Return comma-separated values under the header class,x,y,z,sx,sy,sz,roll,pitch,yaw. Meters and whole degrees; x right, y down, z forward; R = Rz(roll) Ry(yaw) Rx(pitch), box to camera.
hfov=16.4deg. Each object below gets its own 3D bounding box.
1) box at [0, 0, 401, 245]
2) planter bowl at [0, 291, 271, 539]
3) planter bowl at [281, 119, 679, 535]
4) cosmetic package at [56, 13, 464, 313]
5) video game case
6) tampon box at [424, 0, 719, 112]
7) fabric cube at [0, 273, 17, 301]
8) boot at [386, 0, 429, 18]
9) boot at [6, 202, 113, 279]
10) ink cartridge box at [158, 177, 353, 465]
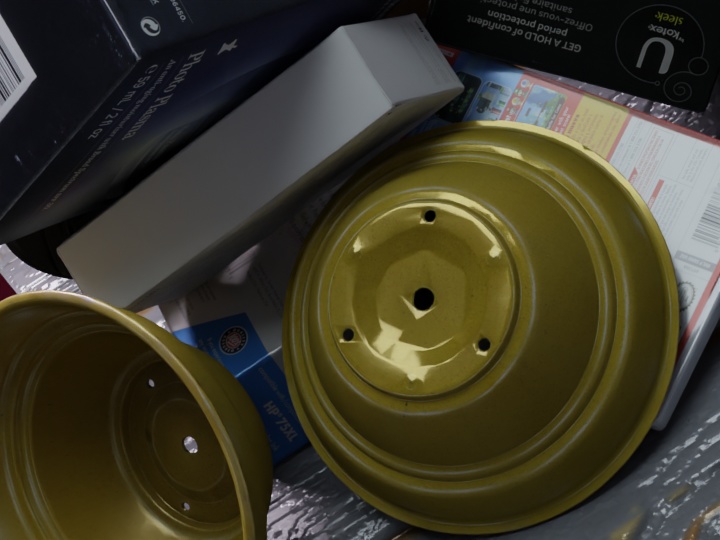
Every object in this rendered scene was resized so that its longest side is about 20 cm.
class,x,y,z,sx,sy,sz,roll,pitch,yaw
box,-0.103,-0.124,1.212,0.198,0.123,0.200,-25,-11,-40
planter bowl,-0.105,0.095,1.213,0.200,0.201,0.083,1,17,38
planter bowl,0.041,0.019,1.160,0.200,0.083,0.201,-4,78,20
cosmetic package,-0.051,-0.050,1.226,0.200,0.051,0.083,-35,-5,27
video game case,0.088,-0.022,1.220,0.200,0.017,0.143,23,76,23
tampon box,0.130,-0.207,1.246,0.150,0.200,0.126,15,31,-1
fabric cube,-0.319,0.060,1.374,0.200,0.199,0.196,-10,42,29
boot,0.033,-0.247,1.431,0.073,0.200,0.156,-4,74,-11
boot,-0.140,-0.046,1.392,0.211,0.079,0.158,-17,10,-38
ink cartridge box,0.000,0.000,1.307,0.200,0.067,0.116,-33,38,1
